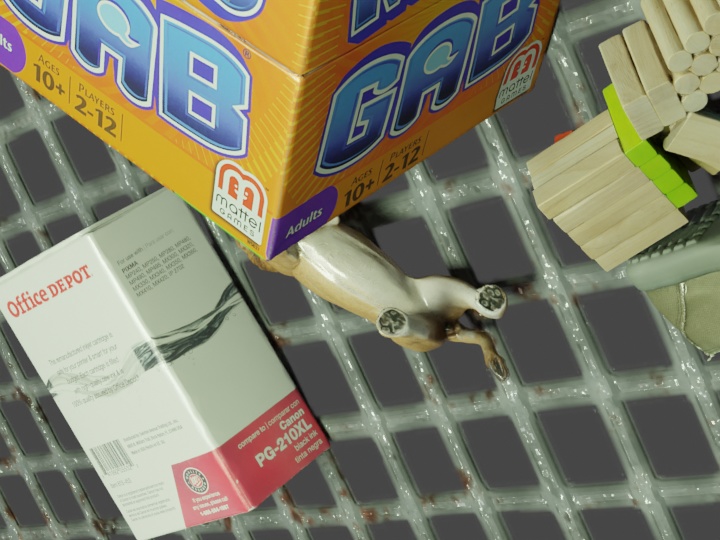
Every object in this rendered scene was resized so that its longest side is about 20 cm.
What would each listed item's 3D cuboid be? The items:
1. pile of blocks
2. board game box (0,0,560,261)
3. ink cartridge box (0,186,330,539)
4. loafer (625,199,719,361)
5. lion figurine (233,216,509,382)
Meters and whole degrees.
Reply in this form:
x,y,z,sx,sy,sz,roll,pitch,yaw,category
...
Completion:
x,y,z,sx,sy,sz,roll,pitch,yaw,category
0.146,-0.092,0.727,0.200,0.082,0.062,-56,29,35,pile of blocks
-0.033,-0.170,0.733,0.200,0.200,0.200,35,136,23,board game box
-0.133,0.062,1.074,0.145,0.084,0.201,-23,99,49,ink cartridge box
0.204,-0.004,0.715,0.070,0.075,0.200,58,150,-10,loafer
0.000,0.000,0.910,0.200,0.072,0.123,43,172,6,lion figurine
